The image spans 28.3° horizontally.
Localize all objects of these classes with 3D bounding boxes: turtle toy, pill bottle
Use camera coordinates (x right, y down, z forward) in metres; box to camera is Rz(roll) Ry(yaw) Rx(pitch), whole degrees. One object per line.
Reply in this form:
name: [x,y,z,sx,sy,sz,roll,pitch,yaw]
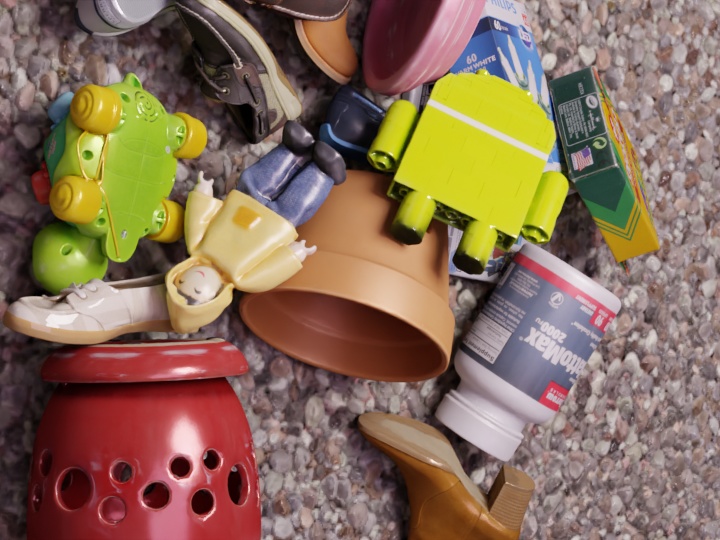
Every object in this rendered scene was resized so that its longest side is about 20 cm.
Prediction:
turtle toy: [-0.223,-0.071,1.218,0.145,0.100,0.202,14,90,-55]
pill bottle: [0.165,0.086,1.451,0.119,0.119,0.201,30,93,-29]

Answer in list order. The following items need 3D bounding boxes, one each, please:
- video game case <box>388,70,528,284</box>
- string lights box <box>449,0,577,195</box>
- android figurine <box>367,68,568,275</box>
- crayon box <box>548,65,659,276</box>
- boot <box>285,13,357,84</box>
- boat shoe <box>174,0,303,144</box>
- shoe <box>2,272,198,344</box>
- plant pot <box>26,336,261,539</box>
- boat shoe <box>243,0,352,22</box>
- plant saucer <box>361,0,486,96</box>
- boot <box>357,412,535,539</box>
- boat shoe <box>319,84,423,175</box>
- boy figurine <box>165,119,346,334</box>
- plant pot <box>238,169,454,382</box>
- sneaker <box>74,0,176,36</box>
video game case: [0.109,-0.095,1.463,0.181,0.022,0.202,11,89,-31]
string lights box: [0.141,-0.166,1.392,0.102,0.059,0.202,3,69,-57]
android figurine: [0.101,-0.097,1.279,0.181,0.041,0.201,23,61,-2]
crayon box: [0.254,-0.098,1.455,0.200,0.050,0.128,49,28,-52]
boot: [-0.008,-0.275,1.295,0.154,0.074,0.200,-32,132,5]
boat shoe: [-0.112,-0.175,1.259,0.065,0.073,0.200,-51,145,-8]
shoe: [-0.214,0.027,1.198,0.199,0.069,0.054,-1,101,-51]
plant pot: [-0.186,0.151,1.213,0.199,0.200,0.185,-3,90,-30]
boat shoe: [-0.091,-0.260,1.205,0.198,0.070,0.071,20,111,-25]
plant saucer: [0.066,-0.253,1.313,0.050,0.200,0.203,18,86,-21]
boot: [0.066,0.240,1.443,0.200,0.071,0.145,24,112,-2]
boat shoe: [0.059,-0.123,1.371,0.199,0.084,0.069,19,82,-33]
boy figurine: [-0.103,-0.035,1.220,0.124,0.065,0.200,38,74,12]
plant pot: [0.000,0.000,1.320,0.199,0.199,0.141,28,65,-30]
sneaker: [-0.175,-0.263,1.250,0.200,0.070,0.074,-37,112,-46]
